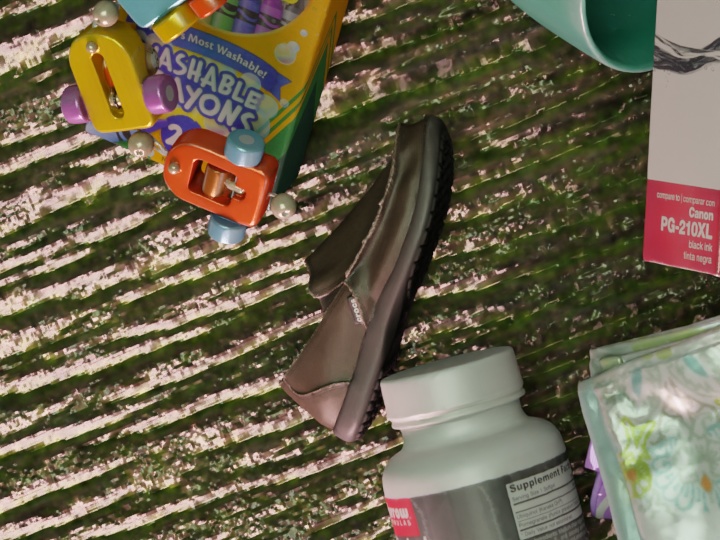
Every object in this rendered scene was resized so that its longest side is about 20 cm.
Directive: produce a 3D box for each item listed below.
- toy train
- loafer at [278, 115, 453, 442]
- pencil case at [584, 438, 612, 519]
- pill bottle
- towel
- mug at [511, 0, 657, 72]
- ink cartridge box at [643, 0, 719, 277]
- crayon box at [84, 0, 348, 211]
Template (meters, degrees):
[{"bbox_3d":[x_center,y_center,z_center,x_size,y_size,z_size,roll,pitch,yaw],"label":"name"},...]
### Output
[{"bbox_3d":[-0.090,-0.120,1.515,0.149,0.056,0.201,18,126,11],"label":"toy train"},{"bbox_3d":[0.000,0.000,1.580,0.071,0.073,0.201,20,98,8],"label":"loafer"},{"bbox_3d":[0.231,0.130,1.540,0.199,0.085,0.084,13,98,11],"label":"pencil case"},{"bbox_3d":[0.075,0.151,1.559,0.110,0.111,0.201,-14,92,12],"label":"pill bottle"},{"bbox_3d":[0.220,0.119,1.455,0.170,0.048,0.201,-18,85,24],"label":"towel"},{"bbox_3d":[0.145,-0.218,1.488,0.114,0.151,0.186,37,119,38],"label":"mug"},{"bbox_3d":[0.236,-0.100,1.428,0.144,0.084,0.201,0,96,-24],"label":"ink cartridge box"},{"bbox_3d":[-0.077,-0.148,1.555,0.125,0.052,0.201,23,123,9],"label":"crayon box"}]
